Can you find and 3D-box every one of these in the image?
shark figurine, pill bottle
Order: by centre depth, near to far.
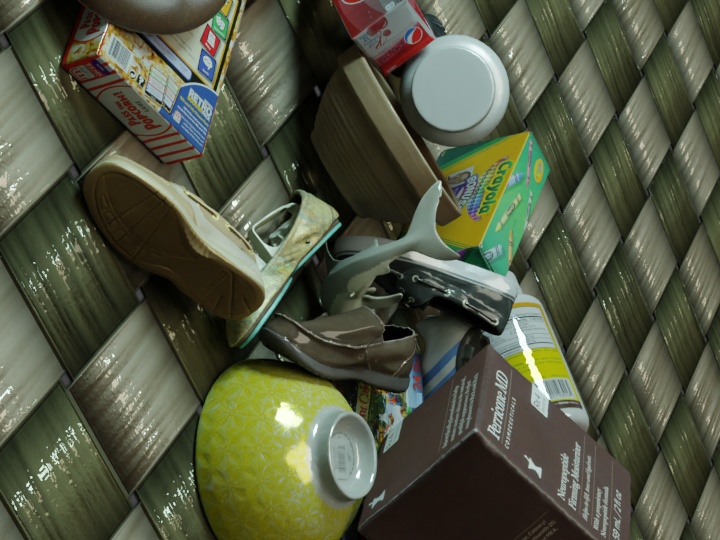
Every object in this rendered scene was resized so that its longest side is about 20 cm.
[{"bbox_3d":[-0.004,-0.008,1.733,0.127,0.215,0.090,-6,64,-30],"label":"shark figurine"},{"bbox_3d":[0.096,-0.181,1.805,0.200,0.110,0.112,-47,125,-84],"label":"pill bottle"},{"bbox_3d":[0.167,0.103,1.953,0.109,0.109,0.201,22,41,-52],"label":"pill bottle"}]

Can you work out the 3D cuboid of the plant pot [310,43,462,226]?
[{"bbox_3d":[0.013,-0.118,1.791,0.202,0.092,0.201,57,6,-9],"label":"plant pot"}]

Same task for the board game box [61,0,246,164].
[{"bbox_3d":[-0.178,-0.222,1.604,0.152,0.046,0.202,45,47,-41],"label":"board game box"}]

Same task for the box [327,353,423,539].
[{"bbox_3d":[0.016,0.180,1.802,0.136,0.037,0.202,12,72,-55],"label":"box"}]

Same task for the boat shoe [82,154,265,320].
[{"bbox_3d":[-0.163,-0.037,1.565,0.200,0.073,0.069,44,24,-29],"label":"boat shoe"}]

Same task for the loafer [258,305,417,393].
[{"bbox_3d":[-0.019,0.063,1.691,0.199,0.073,0.072,17,96,-52],"label":"loafer"}]

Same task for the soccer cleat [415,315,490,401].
[{"bbox_3d":[0.087,0.141,1.903,0.070,0.086,0.202,-20,122,-51],"label":"soccer cleat"}]

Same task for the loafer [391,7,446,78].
[{"bbox_3d":[0.048,-0.243,1.916,0.200,0.067,0.071,2,75,-68],"label":"loafer"}]

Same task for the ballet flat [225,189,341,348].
[{"bbox_3d":[-0.088,-0.007,1.676,0.200,0.070,0.071,-53,125,-42],"label":"ballet flat"}]

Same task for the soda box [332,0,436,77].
[{"bbox_3d":[0.006,-0.285,1.796,0.063,0.070,0.201,46,15,-41],"label":"soda box"}]

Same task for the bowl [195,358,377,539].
[{"bbox_3d":[-0.050,0.175,1.642,0.199,0.107,0.202,19,67,-53],"label":"bowl"}]

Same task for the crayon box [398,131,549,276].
[{"bbox_3d":[0.120,-0.060,1.949,0.059,0.118,0.201,58,39,-29],"label":"crayon box"}]

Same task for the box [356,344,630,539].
[{"bbox_3d":[0.130,0.219,1.692,0.200,0.164,0.166,42,25,-12],"label":"box"}]

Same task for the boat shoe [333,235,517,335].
[{"bbox_3d":[0.065,0.014,1.822,0.198,0.069,0.057,16,74,-10],"label":"boat shoe"}]

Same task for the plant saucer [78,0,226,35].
[{"bbox_3d":[-0.189,-0.301,1.549,0.199,0.032,0.202,15,62,-29],"label":"plant saucer"}]
